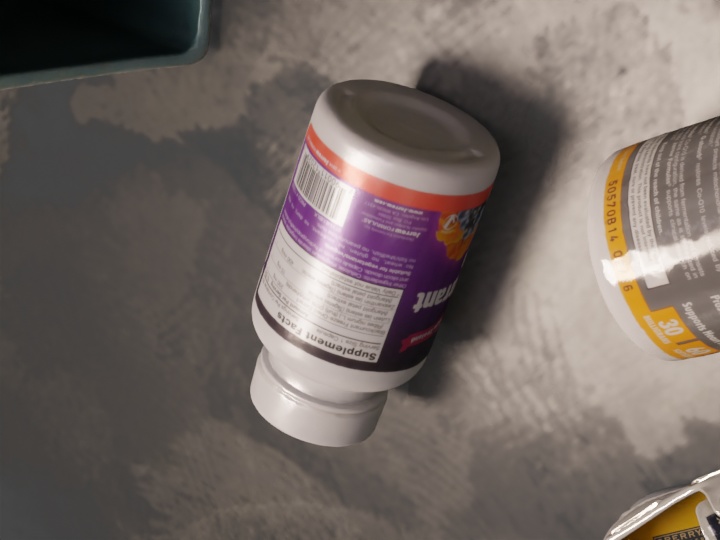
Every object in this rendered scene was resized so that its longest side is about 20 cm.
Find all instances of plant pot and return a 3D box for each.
[{"bbox_3d":[-0.225,-0.236,1.064,0.199,0.196,0.197,22,116,40],"label":"plant pot"}]

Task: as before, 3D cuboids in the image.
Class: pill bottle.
[{"bbox_3d":[0.000,0.000,1.008,0.111,0.111,0.201,33,121,24],"label":"pill bottle"},{"bbox_3d":[0.220,-0.029,0.836,0.199,0.116,0.117,-17,93,38],"label":"pill bottle"}]

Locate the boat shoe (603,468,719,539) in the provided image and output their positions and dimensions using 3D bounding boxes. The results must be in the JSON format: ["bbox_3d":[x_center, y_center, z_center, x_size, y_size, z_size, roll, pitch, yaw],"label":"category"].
[{"bbox_3d":[0.209,0.133,0.919,0.200,0.070,0.071,-24,88,38],"label":"boat shoe"}]
